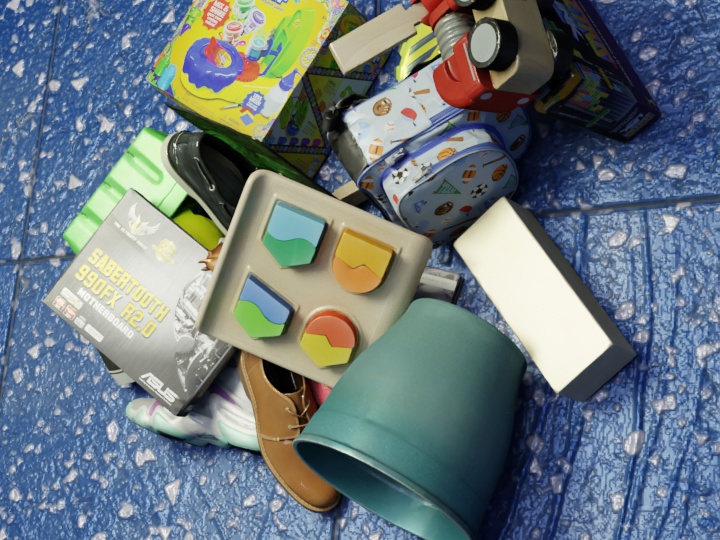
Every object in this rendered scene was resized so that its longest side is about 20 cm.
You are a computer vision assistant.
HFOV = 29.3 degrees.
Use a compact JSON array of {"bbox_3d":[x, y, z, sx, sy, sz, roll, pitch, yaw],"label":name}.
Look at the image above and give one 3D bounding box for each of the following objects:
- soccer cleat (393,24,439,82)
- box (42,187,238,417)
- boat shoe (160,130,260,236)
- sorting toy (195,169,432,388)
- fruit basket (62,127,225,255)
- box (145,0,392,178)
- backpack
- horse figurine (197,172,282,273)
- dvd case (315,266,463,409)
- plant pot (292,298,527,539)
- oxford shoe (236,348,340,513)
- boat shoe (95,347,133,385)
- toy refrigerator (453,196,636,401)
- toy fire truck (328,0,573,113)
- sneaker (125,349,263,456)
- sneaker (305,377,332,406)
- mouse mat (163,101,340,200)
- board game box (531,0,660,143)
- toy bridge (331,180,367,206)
[{"bbox_3d":[0.099,-0.256,1.523,0.083,0.065,0.202,18,82,29],"label":"soccer cleat"},{"bbox_3d":[-0.218,0.035,1.487,0.199,0.048,0.159,39,90,10],"label":"box"},{"bbox_3d":[-0.128,-0.086,1.512,0.066,0.199,0.075,-16,38,43],"label":"boat shoe"},{"bbox_3d":[-0.048,0.018,1.381,0.198,0.037,0.187,21,107,-4],"label":"sorting toy"},{"bbox_3d":[-0.214,-0.041,1.589,0.213,0.156,0.219,0,93,3],"label":"fruit basket"},{"bbox_3d":[-0.106,-0.239,1.596,0.199,0.122,0.194,32,89,33],"label":"box"},{"bbox_3d":[0.083,-0.131,1.424,0.190,0.200,0.154,-40,66,2],"label":"backpack"},{"bbox_3d":[-0.054,-0.019,1.442,0.198,0.050,0.133,26,59,13],"label":"horse figurine"},{"bbox_3d":[0.016,0.084,1.481,0.147,0.016,0.202,14,80,32],"label":"dvd case"},{"bbox_3d":[0.063,0.139,1.343,0.198,0.200,0.189,18,68,32],"label":"plant pot"},{"bbox_3d":[-0.072,0.159,1.441,0.202,0.071,0.071,65,153,5],"label":"oxford shoe"},{"bbox_3d":[-0.224,0.074,1.559,0.199,0.064,0.071,-22,19,32],"label":"boat shoe"},{"bbox_3d":[0.184,0.028,1.379,0.076,0.070,0.201,-44,57,17],"label":"toy refrigerator"},{"bbox_3d":[0.080,-0.224,1.325,0.200,0.128,0.178,-37,60,47],"label":"toy fire truck"},{"bbox_3d":[-0.161,0.125,1.536,0.198,0.078,0.142,8,75,21],"label":"sneaker"},{"bbox_3d":[-0.058,0.068,1.467,0.073,0.087,0.202,-33,60,17],"label":"sneaker"},{"bbox_3d":[-0.117,-0.128,1.517,0.199,0.160,0.008,27,85,48],"label":"mouse mat"},{"bbox_3d":[0.199,-0.235,1.397,0.057,0.164,0.201,-43,58,30],"label":"board game box"},{"bbox_3d":[0.000,0.000,1.494,0.067,0.027,0.202,-27,61,18],"label":"toy bridge"}]
